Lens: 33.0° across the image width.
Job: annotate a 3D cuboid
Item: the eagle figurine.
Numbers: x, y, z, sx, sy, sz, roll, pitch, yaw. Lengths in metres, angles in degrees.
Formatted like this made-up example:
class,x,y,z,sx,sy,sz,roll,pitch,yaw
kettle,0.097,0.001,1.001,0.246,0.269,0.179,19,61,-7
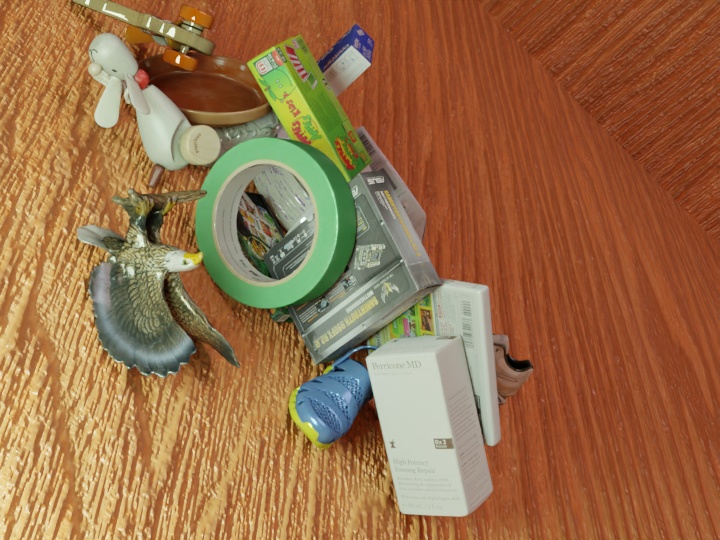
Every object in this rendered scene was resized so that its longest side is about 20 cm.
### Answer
class,x,y,z,sx,sy,sz,roll,pitch,yaw
eagle figurine,-0.212,0.015,1.282,0.151,0.151,0.201,-8,89,-17

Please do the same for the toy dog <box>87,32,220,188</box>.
class,x,y,z,sx,sy,sz,roll,pitch,yaw
toy dog,-0.268,-0.180,1.472,0.200,0.132,0.096,40,64,-11

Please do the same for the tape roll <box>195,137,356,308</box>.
class,x,y,z,sx,sy,sz,roll,pitch,yaw
tape roll,-0.103,-0.056,1.442,0.201,0.200,0.048,56,24,14

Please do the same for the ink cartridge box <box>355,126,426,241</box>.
class,x,y,z,sx,sy,sz,roll,pitch,yaw
ink cartridge box,0.060,-0.113,1.901,0.200,0.057,0.163,42,12,-50

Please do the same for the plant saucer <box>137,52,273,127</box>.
class,x,y,z,sx,sy,sz,roll,pitch,yaw
plant saucer,-0.210,-0.239,1.619,0.199,0.032,0.201,8,31,-5

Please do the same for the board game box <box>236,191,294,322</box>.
class,x,y,z,sx,sy,sz,roll,pitch,yaw
board game box,-0.121,-0.020,1.578,0.105,0.023,0.201,8,47,-58

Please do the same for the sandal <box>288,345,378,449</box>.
class,x,y,z,sx,sy,sz,roll,pitch,yaw
sandal,-0.020,0.141,1.446,0.080,0.087,0.200,50,25,-5

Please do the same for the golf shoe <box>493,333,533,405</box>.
class,x,y,z,sx,sy,sz,roll,pitch,yaw
golf shoe,0.172,0.111,1.814,0.200,0.097,0.078,39,28,-20

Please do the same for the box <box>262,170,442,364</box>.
class,x,y,z,sx,sy,sz,roll,pitch,yaw
box,-0.014,-0.002,1.466,0.048,0.200,0.159,-12,69,-49

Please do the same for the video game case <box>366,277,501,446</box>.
class,x,y,z,sx,sy,sz,roll,pitch,yaw
video game case,0.084,0.102,1.474,0.023,0.181,0.201,-28,118,-45

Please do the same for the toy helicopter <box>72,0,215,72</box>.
class,x,y,z,sx,sy,sz,roll,pitch,yaw
toy helicopter,-0.291,-0.337,1.645,0.199,0.079,0.132,21,7,-5

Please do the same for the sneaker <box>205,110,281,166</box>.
class,x,y,z,sx,sy,sz,roll,pitch,yaw
sneaker,-0.173,-0.196,1.645,0.075,0.099,0.200,61,25,2

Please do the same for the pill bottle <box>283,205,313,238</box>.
class,x,y,z,sx,sy,sz,roll,pitch,yaw
pill bottle,0.000,0.000,1.581,0.200,0.116,0.116,44,23,6

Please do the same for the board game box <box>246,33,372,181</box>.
class,x,y,z,sx,sy,sz,roll,pitch,yaw
board game box,-0.065,-0.209,1.619,0.201,0.047,0.102,60,26,-10

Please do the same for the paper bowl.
class,x,y,z,sx,sy,sz,roll,pitch,yaw
paper bowl,-0.054,-0.127,1.753,0.200,0.104,0.201,38,26,-23

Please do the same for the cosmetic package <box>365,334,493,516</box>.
class,x,y,z,sx,sy,sz,roll,pitch,yaw
cosmetic package,0.082,0.182,1.433,0.074,0.101,0.201,-29,108,-53

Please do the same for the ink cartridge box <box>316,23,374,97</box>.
class,x,y,z,sx,sy,sz,roll,pitch,yaw
ink cartridge box,-0.064,-0.275,1.826,0.044,0.200,0.094,41,25,-19
